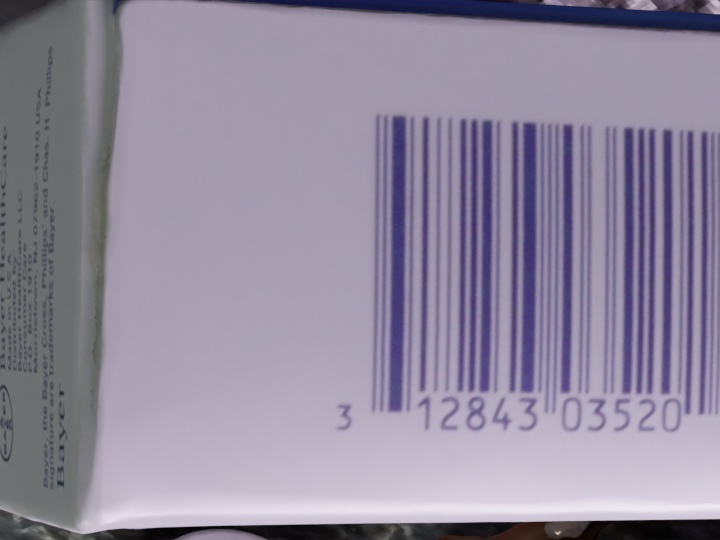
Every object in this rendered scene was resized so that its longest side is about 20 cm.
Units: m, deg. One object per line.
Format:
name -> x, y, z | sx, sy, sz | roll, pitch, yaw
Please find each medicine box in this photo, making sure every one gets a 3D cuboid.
medicine box -> 0.000, 0.000, 0.579 | 0.181, 0.104, 0.200 | 1, 180, -21

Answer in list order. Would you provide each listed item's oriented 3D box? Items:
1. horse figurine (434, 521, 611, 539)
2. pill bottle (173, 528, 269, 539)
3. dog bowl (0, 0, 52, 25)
horse figurine -> 0.016, 0.142, 0.841 | 0.050, 0.132, 0.201 | 40, 138, 25
pill bottle -> -0.072, 0.173, 0.944 | 0.109, 0.110, 0.200 | 24, 143, -4
dog bowl -> -0.064, -0.121, 0.589 | 0.199, 0.059, 0.200 | 13, 150, 7
